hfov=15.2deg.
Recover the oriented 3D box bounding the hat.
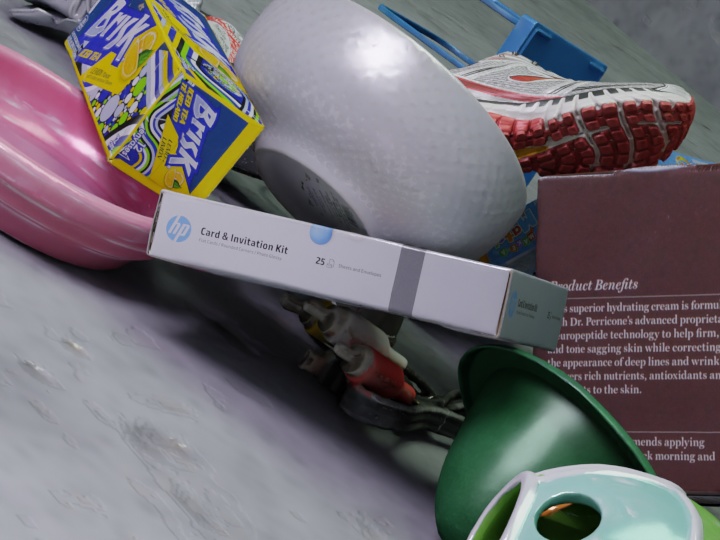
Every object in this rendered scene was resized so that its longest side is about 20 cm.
[{"bbox_3d":[0.056,0.152,1.437,0.166,0.176,0.200,39,-24,24],"label":"hat"}]

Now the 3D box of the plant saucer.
[{"bbox_3d":[-0.185,-0.064,1.518,0.200,0.051,0.201,34,14,-10],"label":"plant saucer"}]

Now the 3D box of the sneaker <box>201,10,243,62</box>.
[{"bbox_3d":[-0.091,-0.134,1.941,0.108,0.067,0.201,30,12,-10],"label":"sneaker"}]

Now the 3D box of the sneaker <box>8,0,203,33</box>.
[{"bbox_3d":[-0.176,-0.181,1.841,0.114,0.075,0.200,16,8,-14],"label":"sneaker"}]

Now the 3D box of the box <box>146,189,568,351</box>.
[{"bbox_3d":[0.002,0.002,1.480,0.199,0.041,0.156,12,-1,16],"label":"box"}]

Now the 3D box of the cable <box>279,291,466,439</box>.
[{"bbox_3d":[0.039,0.071,1.591,0.200,0.050,0.097,23,15,-38],"label":"cable"}]

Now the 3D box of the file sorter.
[{"bbox_3d":[0.050,-0.105,1.887,0.123,0.200,0.139,38,8,25],"label":"file sorter"}]

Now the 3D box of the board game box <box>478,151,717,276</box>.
[{"bbox_3d":[0.141,-0.022,1.854,0.151,0.200,0.037,7,58,-62],"label":"board game box"}]

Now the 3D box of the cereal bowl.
[{"bbox_3d":[-0.002,-0.069,1.590,0.200,0.083,0.200,37,-19,15],"label":"cereal bowl"}]

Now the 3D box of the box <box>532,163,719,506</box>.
[{"bbox_3d":[0.215,0.045,1.663,0.165,0.201,0.164,-1,-7,34],"label":"box"}]

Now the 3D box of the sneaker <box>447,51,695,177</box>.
[{"bbox_3d":[0.114,-0.105,1.705,0.199,0.078,0.082,0,51,-5],"label":"sneaker"}]

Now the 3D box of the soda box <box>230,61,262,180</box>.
[{"bbox_3d":[-0.019,-0.080,1.793,0.199,0.071,0.063,19,-1,20],"label":"soda box"}]

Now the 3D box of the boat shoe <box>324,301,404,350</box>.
[{"bbox_3d":[0.003,0.002,1.720,0.072,0.060,0.202,31,14,-11],"label":"boat shoe"}]

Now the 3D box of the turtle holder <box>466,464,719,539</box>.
[{"bbox_3d":[0.102,0.177,1.256,0.131,0.186,0.141,34,-18,-7],"label":"turtle holder"}]

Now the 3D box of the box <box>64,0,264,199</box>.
[{"bbox_3d":[-0.118,-0.110,1.575,0.064,0.070,0.200,35,12,-25],"label":"box"}]
